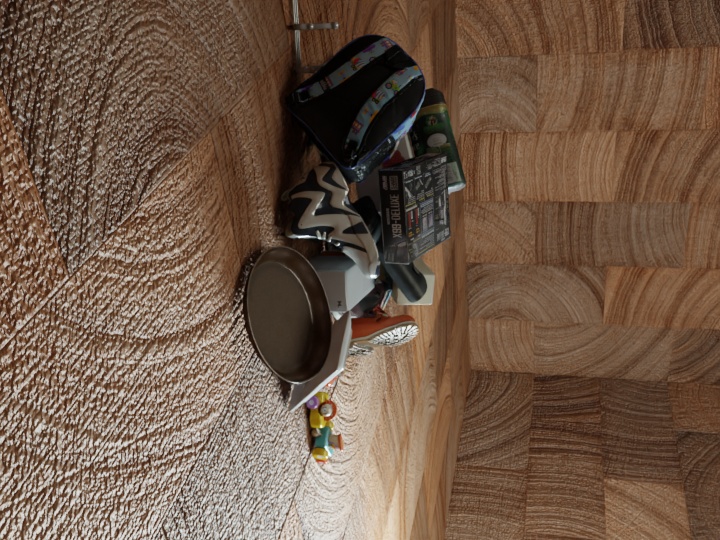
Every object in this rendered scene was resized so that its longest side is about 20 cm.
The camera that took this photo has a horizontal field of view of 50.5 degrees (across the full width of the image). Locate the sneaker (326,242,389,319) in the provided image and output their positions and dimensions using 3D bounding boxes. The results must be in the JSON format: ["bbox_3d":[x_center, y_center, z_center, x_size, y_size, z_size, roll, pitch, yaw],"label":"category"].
[{"bbox_3d":[0.000,0.000,1.481,0.076,0.114,0.203,-46,136,-64],"label":"sneaker"}]

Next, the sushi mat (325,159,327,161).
[{"bbox_3d":[-0.045,-0.251,1.486,0.096,0.012,0.203,50,43,-70],"label":"sushi mat"}]

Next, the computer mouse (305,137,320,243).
[{"bbox_3d":[-0.063,-0.158,1.349,0.141,0.045,0.202,60,38,-55],"label":"computer mouse"}]

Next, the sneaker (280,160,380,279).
[{"bbox_3d":[-0.057,-0.059,1.218,0.201,0.128,0.080,64,-3,-15],"label":"sneaker"}]

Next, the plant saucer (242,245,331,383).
[{"bbox_3d":[-0.111,0.066,1.125,0.199,0.032,0.203,29,55,-50],"label":"plant saucer"}]

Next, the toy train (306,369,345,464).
[{"bbox_3d":[-0.052,0.261,1.434,0.150,0.055,0.203,-50,139,-67],"label":"toy train"}]

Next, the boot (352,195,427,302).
[{"bbox_3d":[0.049,-0.020,1.374,0.201,0.065,0.165,58,20,-22],"label":"boot"}]

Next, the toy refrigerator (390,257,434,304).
[{"bbox_3d":[0.088,0.008,1.581,0.200,0.075,0.071,-124,-144,-68],"label":"toy refrigerator"}]

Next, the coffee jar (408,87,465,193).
[{"bbox_3d":[0.144,-0.251,1.504,0.104,0.084,0.203,49,27,-87],"label":"coffee jar"}]

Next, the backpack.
[{"bbox_3d":[0.006,-0.267,1.235,0.200,0.183,0.135,-43,165,-1],"label":"backpack"}]

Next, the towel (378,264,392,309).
[{"bbox_3d":[0.033,-0.013,1.615,0.147,0.021,0.203,108,-22,-58],"label":"towel"}]

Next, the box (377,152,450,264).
[{"bbox_3d":[0.099,-0.114,1.341,0.200,0.049,0.160,-31,121,-57],"label":"box"}]

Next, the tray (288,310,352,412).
[{"bbox_3d":[-0.061,0.151,1.223,0.200,0.022,0.109,-47,-155,51],"label":"tray"}]

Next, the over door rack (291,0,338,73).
[{"bbox_3d":[-0.061,-0.416,1.300,0.200,0.066,0.150,-49,140,-68],"label":"over door rack"}]

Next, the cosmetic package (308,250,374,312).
[{"bbox_3d":[-0.045,0.016,1.346,0.200,0.100,0.072,-40,129,-72],"label":"cosmetic package"}]

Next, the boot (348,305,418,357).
[{"bbox_3d":[0.033,0.102,1.524,0.075,0.198,0.109,23,59,-41],"label":"boot"}]

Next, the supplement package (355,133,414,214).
[{"bbox_3d":[0.050,-0.198,1.503,0.120,0.120,0.203,43,33,-73],"label":"supplement package"}]
